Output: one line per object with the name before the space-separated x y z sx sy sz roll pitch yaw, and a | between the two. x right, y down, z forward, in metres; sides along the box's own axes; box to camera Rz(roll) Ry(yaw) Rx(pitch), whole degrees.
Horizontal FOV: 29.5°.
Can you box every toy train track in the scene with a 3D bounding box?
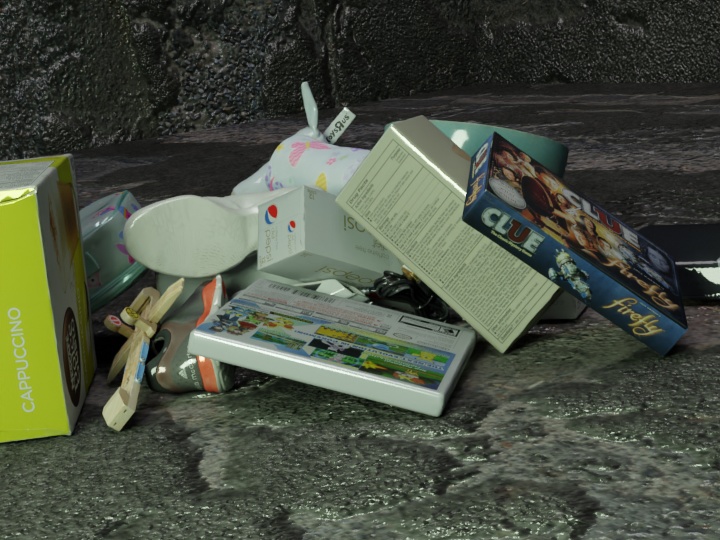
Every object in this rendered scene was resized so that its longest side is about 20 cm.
toy train track | -0.194 0.064 1.129 0.033 0.115 0.200 33 20 -17

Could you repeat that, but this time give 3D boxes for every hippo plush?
hippo plush | -0.041 -0.082 1.643 0.159 0.200 0.161 29 13 -37

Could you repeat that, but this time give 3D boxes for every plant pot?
plant pot | 0.116 -0.075 1.471 0.200 0.135 0.200 7 -3 0

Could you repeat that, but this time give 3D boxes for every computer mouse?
computer mouse | -0.026 0.038 1.243 0.200 0.044 0.110 -8 -20 20

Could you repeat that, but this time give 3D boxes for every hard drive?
hard drive | 0.317 -0.011 1.342 0.135 0.042 0.200 -1 13 23

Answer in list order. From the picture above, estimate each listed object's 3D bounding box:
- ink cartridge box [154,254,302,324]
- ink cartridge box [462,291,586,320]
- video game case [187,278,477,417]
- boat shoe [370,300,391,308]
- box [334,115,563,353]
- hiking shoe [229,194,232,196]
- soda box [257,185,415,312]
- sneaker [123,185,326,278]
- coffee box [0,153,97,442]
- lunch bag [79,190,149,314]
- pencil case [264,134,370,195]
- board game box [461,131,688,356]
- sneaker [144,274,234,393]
ink cartridge box | -0.123 0.002 1.394 0.145 0.083 0.200 -6 12 1
ink cartridge box | 0.176 0.001 1.335 0.109 0.050 0.200 -1 13 21
video game case | -0.016 0.057 1.100 0.200 0.022 0.182 14 15 9
boat shoe | 0.000 0.000 1.390 0.066 0.072 0.200 -17 13 16
box | 0.087 -0.034 1.180 0.200 0.095 0.078 44 26 10
hiking shoe | -0.187 -0.063 1.764 0.200 0.075 0.087 -10 13 -19
soda box | 0.003 -0.016 1.251 0.200 0.064 0.068 15 -25 -40
sneaker | -0.129 -0.039 1.276 0.200 0.075 0.088 -8 10 -24
coffee box | -0.333 0.023 1.112 0.200 0.200 0.198 -6 12 -4
lunch bag | -0.286 0.012 1.298 0.200 0.077 0.160 -35 15 4
pencil case | -0.011 -0.090 1.414 0.091 0.083 0.200 -27 27 -33
board game box | 0.178 -0.025 1.134 0.200 0.035 0.136 34 25 -9
sneaker | -0.152 0.056 1.187 0.082 0.077 0.200 -12 11 0
